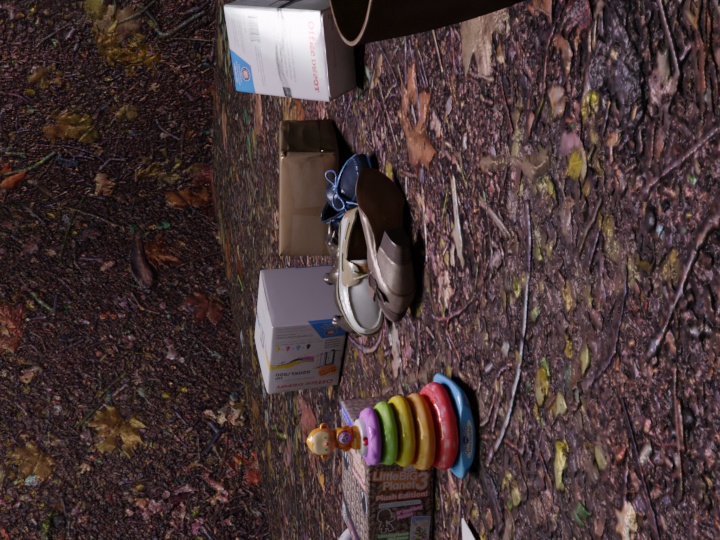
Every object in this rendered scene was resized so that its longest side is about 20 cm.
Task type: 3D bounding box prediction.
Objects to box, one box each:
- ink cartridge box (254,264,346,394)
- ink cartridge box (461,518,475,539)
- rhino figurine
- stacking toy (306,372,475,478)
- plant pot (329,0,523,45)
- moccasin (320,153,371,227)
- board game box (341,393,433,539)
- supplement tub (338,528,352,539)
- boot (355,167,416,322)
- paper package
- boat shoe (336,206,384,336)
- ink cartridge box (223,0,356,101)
[{"bbox_3d":[-0.115,0.113,1.934,0.201,0.146,0.145,99,160,-46],"label":"ink cartridge box"},{"bbox_3d":[0.113,0.425,1.267,0.117,0.067,0.201,-124,32,-63],"label":"ink cartridge box"},{"bbox_3d":[-0.023,0.014,1.674,0.087,0.059,0.201,164,93,-70],"label":"rhino figurine"},{"bbox_3d":[0.032,0.198,1.244,0.110,0.199,0.117,-146,53,-73],"label":"stacking toy"},{"bbox_3d":[0.084,-0.289,0.862,0.187,0.199,0.188,176,90,-77],"label":"plant pot"},{"bbox_3d":[-0.024,-0.117,1.643,0.200,0.068,0.081,109,153,-60],"label":"moccasin"},{"bbox_3d":[0.037,0.308,1.482,0.159,0.096,0.201,-128,36,-66],"label":"board game box"},{"bbox_3d":[0.005,0.485,1.620,0.200,0.122,0.123,108,153,-57],"label":"supplement tub"},{"bbox_3d":[0.030,-0.031,1.457,0.147,0.070,0.201,95,164,-44],"label":"boot"},{"bbox_3d":[-0.095,-0.149,1.809,0.191,0.103,0.201,-99,10,-62],"label":"paper package"},{"bbox_3d":[0.000,0.000,1.574,0.068,0.074,0.201,123,139,-72],"label":"boat shoe"},{"bbox_3d":[-0.112,-0.361,1.643,0.199,0.084,0.146,13,122,32],"label":"ink cartridge box"}]
